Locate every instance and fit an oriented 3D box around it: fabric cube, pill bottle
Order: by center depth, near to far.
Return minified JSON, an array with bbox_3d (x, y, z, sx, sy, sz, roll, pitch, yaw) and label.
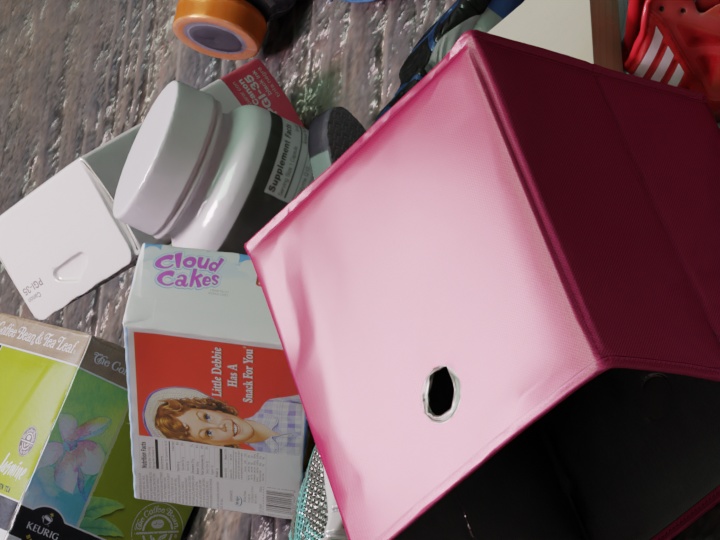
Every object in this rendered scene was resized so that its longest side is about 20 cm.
[{"bbox_3d":[0.092,0.026,1.363,0.196,0.199,0.200,-41,56,34],"label":"fabric cube"},{"bbox_3d":[-0.051,-0.035,1.690,0.114,0.199,0.114,-57,17,29],"label":"pill bottle"},{"bbox_3d":[-0.088,-0.267,2.063,0.106,0.106,0.201,-15,54,54],"label":"pill bottle"}]

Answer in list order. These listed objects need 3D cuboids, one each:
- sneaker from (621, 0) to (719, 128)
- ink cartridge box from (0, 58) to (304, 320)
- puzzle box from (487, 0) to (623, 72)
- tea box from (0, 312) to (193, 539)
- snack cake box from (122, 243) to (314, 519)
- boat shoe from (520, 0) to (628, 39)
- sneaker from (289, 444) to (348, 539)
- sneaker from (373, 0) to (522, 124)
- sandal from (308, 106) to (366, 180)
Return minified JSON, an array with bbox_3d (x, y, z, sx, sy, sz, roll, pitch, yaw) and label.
[{"bbox_3d":[0.220,-0.148,1.434,0.200,0.115,0.079,-43,35,36],"label":"sneaker"},{"bbox_3d":[-0.153,-0.059,1.914,0.200,0.083,0.146,-34,2,-44],"label":"ink cartridge box"},{"bbox_3d":[0.078,-0.080,1.535,0.200,0.025,0.134,-38,39,39],"label":"puzzle box"},{"bbox_3d":[-0.219,0.148,1.910,0.200,0.133,0.198,10,77,61],"label":"tea box"},{"bbox_3d":[-0.086,0.073,1.668,0.201,0.114,0.068,94,-175,-53],"label":"snack cake box"},{"bbox_3d":[0.099,-0.099,1.616,0.200,0.071,0.070,-49,18,2],"label":"boat shoe"},{"bbox_3d":[-0.009,0.176,1.618,0.091,0.077,0.201,124,159,-50],"label":"sneaker"},{"bbox_3d":[0.068,-0.119,1.722,0.076,0.077,0.201,-43,15,52],"label":"sneaker"},{"bbox_3d":[0.000,0.001,1.616,0.043,0.202,0.076,-11,13,24],"label":"sandal"}]
